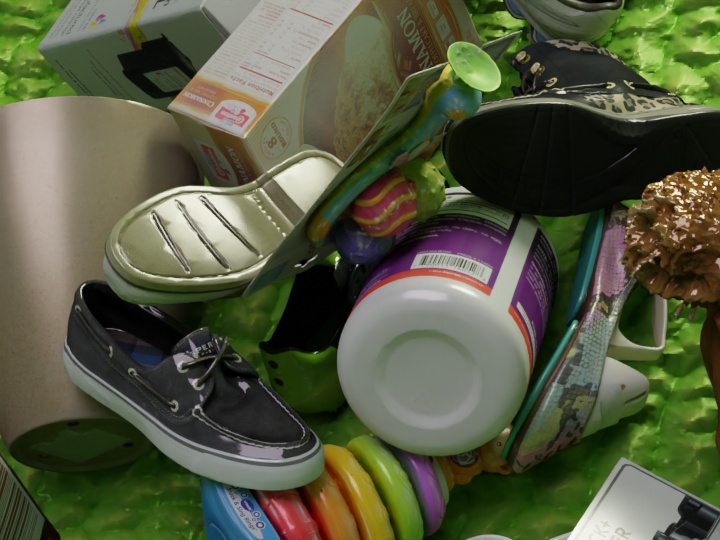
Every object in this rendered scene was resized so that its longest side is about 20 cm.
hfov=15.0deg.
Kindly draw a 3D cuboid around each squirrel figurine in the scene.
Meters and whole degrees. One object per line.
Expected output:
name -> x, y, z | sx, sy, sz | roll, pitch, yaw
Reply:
squirrel figurine -> 0.227, 0.004, 1.555 | 0.141, 0.200, 0.187 | -26, 55, 7

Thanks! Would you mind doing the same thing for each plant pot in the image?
plant pot -> -0.184, 0.021, 1.747 | 0.187, 0.187, 0.200 | -13, 65, 12

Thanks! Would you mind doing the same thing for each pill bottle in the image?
pill bottle -> 0.058, 0.021, 1.639 | 0.112, 0.113, 0.200 | -8, 22, 16

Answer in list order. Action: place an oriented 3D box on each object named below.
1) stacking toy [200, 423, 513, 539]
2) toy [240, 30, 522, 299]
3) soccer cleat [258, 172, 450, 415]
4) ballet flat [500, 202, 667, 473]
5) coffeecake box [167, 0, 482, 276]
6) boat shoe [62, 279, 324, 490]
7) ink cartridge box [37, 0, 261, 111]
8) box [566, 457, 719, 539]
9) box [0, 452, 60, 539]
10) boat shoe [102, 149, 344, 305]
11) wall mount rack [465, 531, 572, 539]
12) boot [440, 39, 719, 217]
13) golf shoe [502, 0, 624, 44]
stacking toy -> 0.011, 0.136, 1.618 | 0.200, 0.110, 0.116 | -23, 54, -17
toy -> 0.022, -0.049, 1.580 | 0.047, 0.200, 0.115 | 46, 39, 14
soccer cleat -> 0.000, 0.000, 1.733 | 0.067, 0.081, 0.200 | 12, 58, 30
ballet flat -> 0.147, 0.045, 1.650 | 0.071, 0.069, 0.200 | 24, 56, 0
coffeecake box -> -0.015, -0.117, 1.789 | 0.073, 0.154, 0.200 | 24, 64, 36
boat shoe -> -0.099, 0.061, 1.592 | 0.070, 0.066, 0.200 | -24, 40, -37
ink cartridge box -> -0.109, -0.192, 1.890 | 0.200, 0.083, 0.146 | -8, 44, 50
box -> 0.195, 0.192, 1.428 | 0.200, 0.060, 0.117 | 28, 36, 12
box -> -0.317, 0.184, 1.652 | 0.200, 0.166, 0.164 | -2, 52, 22
boat shoe -> -0.082, -0.012, 1.648 | 0.200, 0.068, 0.075 | -19, 67, -45
wall mount rack -> 0.141, 0.203, 1.515 | 0.174, 0.075, 0.200 | -45, 51, -13
boot -> 0.119, -0.094, 1.712 | 0.203, 0.074, 0.154 | -2, 23, -25
golf shoe -> 0.095, -0.227, 1.773 | 0.078, 0.200, 0.097 | -55, 12, -14
